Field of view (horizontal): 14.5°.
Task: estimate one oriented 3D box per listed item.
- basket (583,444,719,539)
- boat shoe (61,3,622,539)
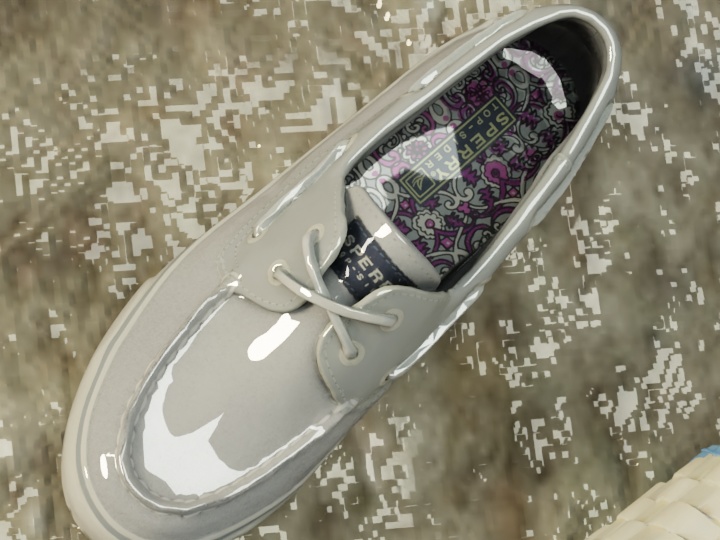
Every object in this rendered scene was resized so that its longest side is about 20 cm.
[{"bbox_3d":[0.086,0.150,0.721,0.200,0.139,0.176,-43,87,-13],"label":"basket"},{"bbox_3d":[0.000,0.000,0.769,0.200,0.069,0.072,-39,90,-20],"label":"boat shoe"}]
